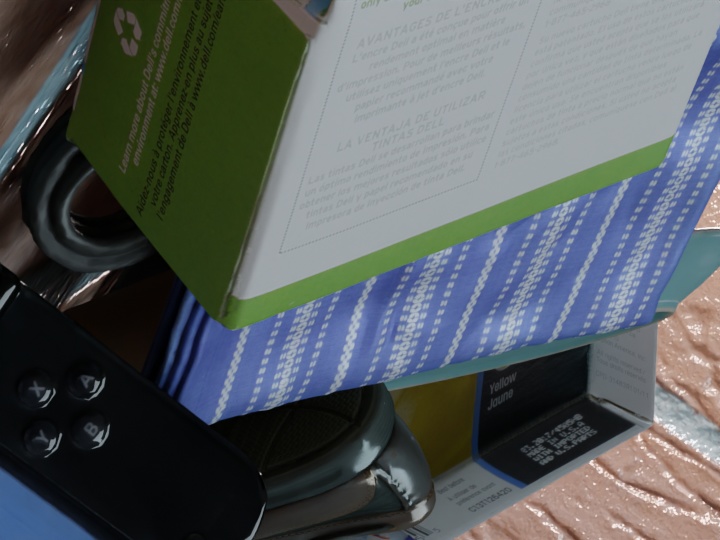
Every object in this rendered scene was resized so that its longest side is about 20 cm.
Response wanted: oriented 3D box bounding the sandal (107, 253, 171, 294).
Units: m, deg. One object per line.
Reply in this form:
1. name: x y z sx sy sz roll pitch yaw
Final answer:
1. sandal: -0.035 -0.040 1.137 0.201 0.048 0.075 -55 178 18

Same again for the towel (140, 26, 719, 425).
1. towel: 0.033 -0.015 0.848 0.199 0.024 0.145 -11 142 -33

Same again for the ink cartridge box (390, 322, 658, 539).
1. ink cartridge box: 0.056 0.017 1.283 0.197 0.047 0.201 -36 -142 43

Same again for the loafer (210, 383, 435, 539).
1. loafer: -0.066 0.092 1.061 0.199 0.063 0.072 -16 -141 27

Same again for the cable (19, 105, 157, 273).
1. cable: -0.011 -0.078 0.798 0.200 0.097 0.050 -49 -140 17

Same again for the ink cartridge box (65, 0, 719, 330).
1. ink cartridge box: 0.026 -0.098 0.670 0.147 0.076 0.201 -21 146 -34

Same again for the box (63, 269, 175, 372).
1. box: 0.000 0.000 0.996 0.199 0.021 0.163 -21 -168 -7

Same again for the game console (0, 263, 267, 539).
1. game console: -0.122 0.101 0.746 0.200 0.176 0.116 -53 -154 -5

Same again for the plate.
1. plate: 0.050 0.020 1.087 0.199 0.026 0.200 -14 175 -1

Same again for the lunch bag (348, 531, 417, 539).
1. lunch bag: -0.099 0.154 1.203 0.200 0.170 0.124 -54 173 -16
